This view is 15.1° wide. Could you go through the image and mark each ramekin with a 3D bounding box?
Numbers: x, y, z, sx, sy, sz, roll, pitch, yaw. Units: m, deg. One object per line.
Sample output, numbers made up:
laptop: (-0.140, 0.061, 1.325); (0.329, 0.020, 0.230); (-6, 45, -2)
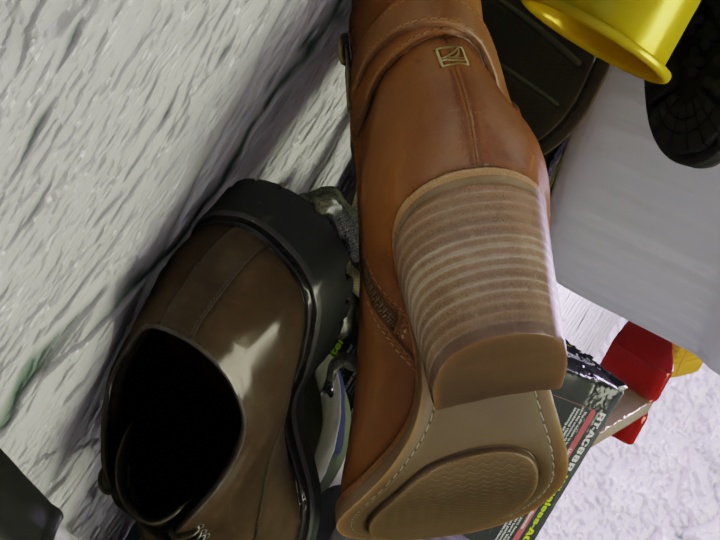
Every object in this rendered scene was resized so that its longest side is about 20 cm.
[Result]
ramekin: (0.148, -0.064, 1.112); (0.200, 0.097, 0.201); (22, 90, -81)

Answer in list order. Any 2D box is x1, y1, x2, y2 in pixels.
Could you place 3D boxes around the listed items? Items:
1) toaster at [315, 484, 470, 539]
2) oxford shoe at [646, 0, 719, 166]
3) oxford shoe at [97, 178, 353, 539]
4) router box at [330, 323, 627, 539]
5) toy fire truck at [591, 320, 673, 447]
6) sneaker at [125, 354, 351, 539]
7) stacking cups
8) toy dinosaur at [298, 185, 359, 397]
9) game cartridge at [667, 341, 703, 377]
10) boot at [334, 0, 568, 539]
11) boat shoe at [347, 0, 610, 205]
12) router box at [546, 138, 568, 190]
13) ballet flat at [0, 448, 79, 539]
toaster: (0.024, 0.158, 1.052); (0.114, 0.129, 0.200); (-61, 173, -4)
oxford shoe: (0.166, -0.123, 0.984); (0.084, 0.072, 0.201); (30, 79, -37)
oxford shoe: (-0.058, 0.064, 0.900); (0.084, 0.072, 0.201); (-47, 155, -37)
router box: (0.011, 0.105, 1.213); (0.150, 0.062, 0.201); (22, 102, -47)
toy fire truck: (0.073, 0.057, 1.353); (0.049, 0.141, 0.200); (-62, 174, 26)
sneaker: (-0.065, 0.105, 1.024); (0.201, 0.067, 0.090); (-55, 164, -31)
stacking cups: (0.132, -0.163, 0.931); (0.201, 0.060, 0.061); (-58, 171, -2)
toy dinosaur: (0.000, 0.000, 0.995); (0.088, 0.047, 0.201); (-15, 111, -39)
game cartridge: (0.160, -0.066, 1.413); (0.032, 0.177, 0.200); (-10, 151, -17)
boot: (0.019, -0.005, 0.904); (0.200, 0.076, 0.156); (93, -12, -62)
boat shoe: (0.046, -0.066, 1.052); (0.200, 0.072, 0.068); (-54, -179, 40)
router box: (0.085, -0.084, 1.230); (0.149, 0.051, 0.200); (-55, 171, -33)
ballet flat: (-0.101, 0.109, 0.789); (0.200, 0.068, 0.068); (108, 0, -60)
